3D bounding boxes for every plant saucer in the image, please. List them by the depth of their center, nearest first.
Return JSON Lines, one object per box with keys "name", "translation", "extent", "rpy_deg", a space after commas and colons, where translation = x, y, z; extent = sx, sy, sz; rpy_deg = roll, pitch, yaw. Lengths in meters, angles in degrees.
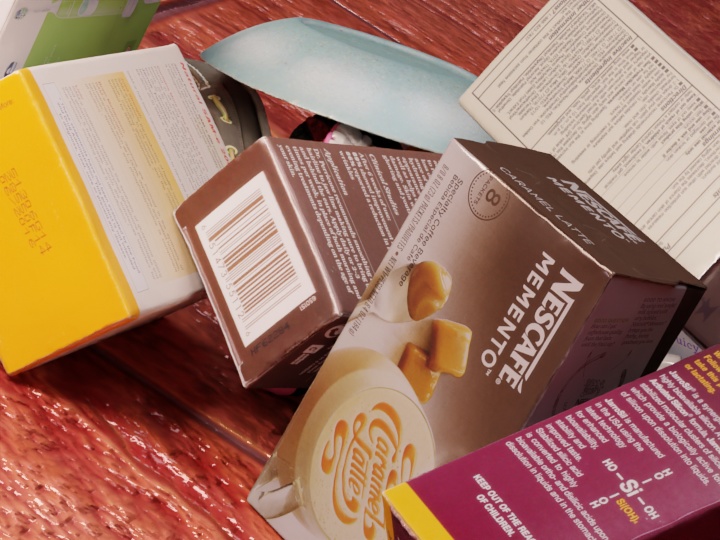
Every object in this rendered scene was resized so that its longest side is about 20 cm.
{"name": "plant saucer", "translation": [0.010, -0.106, 1.665], "extent": [0.200, 0.039, 0.201], "rpy_deg": [17, 9, -3]}

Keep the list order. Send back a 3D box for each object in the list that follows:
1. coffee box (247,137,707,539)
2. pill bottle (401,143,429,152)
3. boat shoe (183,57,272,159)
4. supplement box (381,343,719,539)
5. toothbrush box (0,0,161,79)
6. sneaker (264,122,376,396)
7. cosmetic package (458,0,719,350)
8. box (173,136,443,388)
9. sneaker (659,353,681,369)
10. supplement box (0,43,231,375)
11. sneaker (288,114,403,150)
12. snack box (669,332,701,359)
{"name": "coffee box", "translation": [0.050, 0.056, 1.330], "extent": [0.080, 0.200, 0.114], "rpy_deg": [7, 29, -50]}
{"name": "pill bottle", "translation": [0.068, -0.025, 1.770], "extent": [0.111, 0.111, 0.200], "rpy_deg": [17, 21, -40]}
{"name": "boat shoe", "translation": [-0.090, -0.068, 1.684], "extent": [0.060, 0.072, 0.202], "rpy_deg": [26, 20, -35]}
{"name": "supplement box", "translation": [0.118, 0.118, 1.257], "extent": [0.200, 0.111, 0.086], "rpy_deg": [-22, 42, -18]}
{"name": "toothbrush box", "translation": [-0.187, -0.117, 1.510], "extent": [0.086, 0.146, 0.200], "rpy_deg": [30, 16, 10]}
{"name": "sneaker", "translation": [0.000, 0.000, 1.556], "extent": [0.087, 0.074, 0.200], "rpy_deg": [24, 37, -5]}
{"name": "cosmetic package", "translation": [0.152, -0.050, 1.493], "extent": [0.087, 0.103, 0.200], "rpy_deg": [40, 8, -46]}
{"name": "box", "translation": [0.012, -0.002, 1.440], "extent": [0.200, 0.075, 0.100], "rpy_deg": [2, 58, -49]}
{"name": "sneaker", "translation": [0.126, 0.085, 1.550], "extent": [0.199, 0.091, 0.078], "rpy_deg": [16, -21, 16]}
{"name": "supplement box", "translation": [-0.126, -0.033, 1.421], "extent": [0.126, 0.073, 0.200], "rpy_deg": [65, 20, 2]}
{"name": "sneaker", "translation": [0.029, 0.001, 1.674], "extent": [0.096, 0.079, 0.200], "rpy_deg": [68, -4, -60]}
{"name": "snack box", "translation": [0.211, 0.047, 1.584], "extent": [0.053, 0.200, 0.142], "rpy_deg": [-33, 40, -31]}
